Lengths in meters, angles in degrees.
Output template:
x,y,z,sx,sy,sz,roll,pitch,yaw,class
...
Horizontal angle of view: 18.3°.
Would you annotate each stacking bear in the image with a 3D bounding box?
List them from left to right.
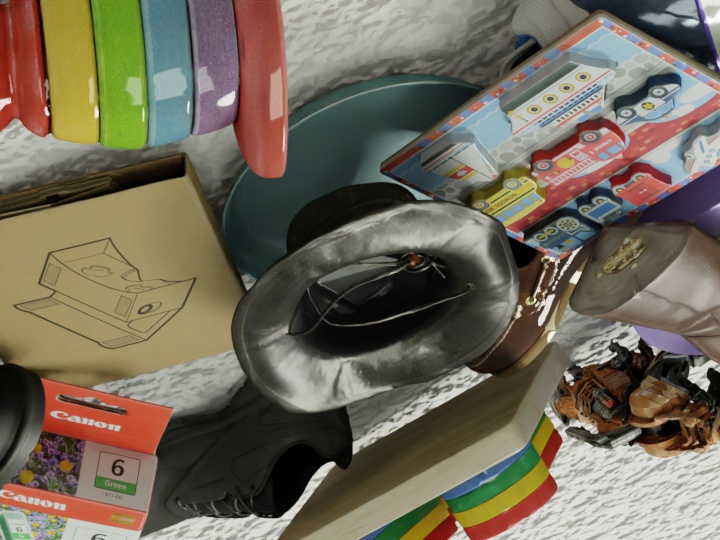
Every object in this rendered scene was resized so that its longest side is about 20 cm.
x,y,z,sx,sy,sz,roll,pitch,yaw,class
-0.145,-0.112,1.171,0.200,0.122,0.114,-6,146,-10,stacking bear

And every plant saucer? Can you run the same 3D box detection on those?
x,y,z,sx,sy,sz,roll,pitch,yaw,class
0.006,-0.057,1.397,0.200,0.027,0.200,-15,146,-10,plant saucer

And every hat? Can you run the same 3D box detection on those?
x,y,z,sx,sy,sz,roll,pitch,yaw,class
0.000,0.000,1.377,0.200,0.081,0.201,-15,145,-11,hat

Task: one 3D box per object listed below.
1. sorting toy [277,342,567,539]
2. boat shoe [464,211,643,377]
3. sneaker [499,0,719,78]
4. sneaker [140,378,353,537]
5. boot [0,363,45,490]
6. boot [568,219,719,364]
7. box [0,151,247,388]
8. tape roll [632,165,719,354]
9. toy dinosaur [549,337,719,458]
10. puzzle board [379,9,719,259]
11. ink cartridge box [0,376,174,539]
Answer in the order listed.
x,y,z,sx,sy,sz,roll,pitch,yaw,class
0.056,0.151,1.556,0.200,0.070,0.199,-31,-175,19,sorting toy
0.112,-0.008,1.490,0.070,0.070,0.200,9,129,-31,boat shoe
0.158,-0.126,1.354,0.146,0.081,0.200,-14,153,9,sneaker
-0.091,0.140,1.561,0.200,0.091,0.076,-34,146,19,sneaker
-0.315,0.105,1.382,0.211,0.079,0.158,-30,146,23,boot
0.250,-0.008,1.424,0.186,0.064,0.200,-40,140,25,boot
-0.159,0.007,1.377,0.163,0.021,0.200,-13,146,4,box
0.261,-0.035,1.519,0.200,0.085,0.200,-15,146,-10,tape roll
0.227,0.097,1.615,0.136,0.200,0.102,-35,140,-30,toy dinosaur
0.130,-0.073,1.332,0.151,0.017,0.200,23,142,-31,puzzle board
-0.197,0.148,1.498,0.109,0.050,0.200,14,144,-10,ink cartridge box
